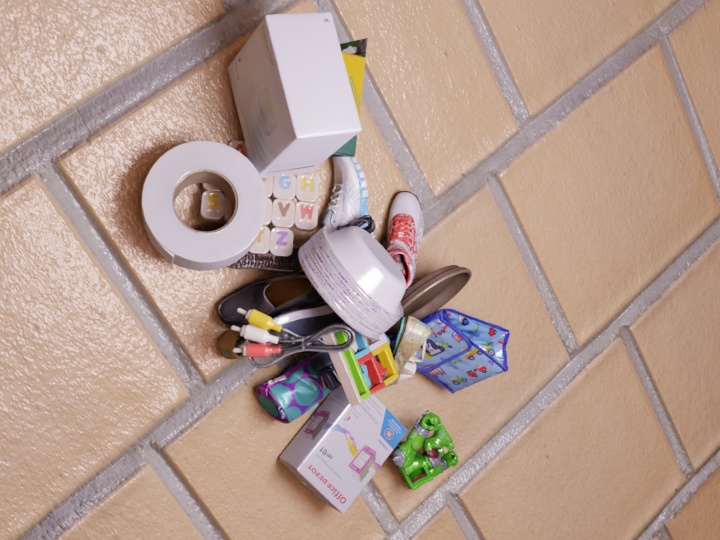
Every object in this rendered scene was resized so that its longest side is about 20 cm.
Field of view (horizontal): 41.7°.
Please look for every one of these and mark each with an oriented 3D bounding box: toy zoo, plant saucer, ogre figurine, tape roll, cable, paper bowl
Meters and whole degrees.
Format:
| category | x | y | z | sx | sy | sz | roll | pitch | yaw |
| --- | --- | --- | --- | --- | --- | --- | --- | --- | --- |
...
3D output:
| category | x | y | z | sx | sy | sz | roll | pitch | yaw |
| --- | --- | --- | --- | --- | --- | --- | --- | --- | --- |
| toy zoo | 0.008 | 0.143 | 1.620 | 0.200 | 0.020 | 0.132 | -19 | 87 | -63 |
| plant saucer | 0.119 | 0.052 | 1.759 | 0.199 | 0.200 | 0.030 | -27 | 71 | -25 |
| ogre figurine | 0.122 | 0.355 | 1.823 | 0.120 | 0.200 | 0.098 | -38 | 71 | -10 |
| tape roll | -0.253 | -0.103 | 1.525 | 0.200 | 0.071 | 0.204 | 3 | 78 | -13 |
| cable | -0.110 | 0.119 | 1.515 | 0.198 | 0.050 | 0.098 | 8 | 97 | 10 |
| paper bowl | -0.002 | 0.008 | 1.571 | 0.104 | 0.201 | 0.201 | -40 | 118 | 12 |

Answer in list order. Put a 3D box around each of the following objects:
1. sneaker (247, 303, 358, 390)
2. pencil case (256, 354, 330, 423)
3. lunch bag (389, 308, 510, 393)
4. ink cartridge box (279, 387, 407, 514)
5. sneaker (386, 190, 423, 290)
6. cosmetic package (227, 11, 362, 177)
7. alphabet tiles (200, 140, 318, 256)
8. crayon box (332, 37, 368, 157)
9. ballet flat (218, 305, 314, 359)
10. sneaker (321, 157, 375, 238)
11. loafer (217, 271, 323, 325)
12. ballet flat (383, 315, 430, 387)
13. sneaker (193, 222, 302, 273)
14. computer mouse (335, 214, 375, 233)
| category | x | y | z | sx | sy | sz | roll | pitch | yaw |
| --- | --- | --- | --- | --- | --- | --- | --- | --- | --- |
| sneaker | -0.090 | 0.139 | 1.605 | 0.201 | 0.077 | 0.147 | -12 | 83 | -32 |
| pencil case | -0.087 | 0.186 | 1.694 | 0.200 | 0.085 | 0.093 | -38 | 128 | -22 |
| lunch bag | 0.160 | 0.135 | 1.783 | 0.199 | 0.150 | 0.095 | 30 | 50 | -28 |
| ink cartridge box | -0.031 | 0.322 | 1.744 | 0.200 | 0.084 | 0.145 | -49 | 117 | -15 |
| sneaker | 0.078 | -0.050 | 1.736 | 0.067 | 0.108 | 0.203 | 7 | 89 | 5 |
| cosmetic package | -0.112 | -0.279 | 1.525 | 0.122 | 0.200 | 0.201 | -11 | 81 | -29 |
| alphabet tiles | -0.169 | -0.123 | 1.596 | 0.198 | 0.015 | 0.197 | 6 | 73 | -12 |
| crayon box | -0.048 | -0.299 | 1.633 | 0.051 | 0.125 | 0.202 | 5 | 93 | -30 |
| ballet flat | -0.153 | 0.105 | 1.658 | 0.199 | 0.063 | 0.069 | -29 | 108 | -24 |
| sneaker | -0.032 | -0.114 | 1.699 | 0.086 | 0.075 | 0.202 | -17 | 104 | -22 |
| loafer | -0.155 | 0.041 | 1.599 | 0.198 | 0.072 | 0.073 | -20 | 76 | 7 |
| ballet flat | 0.080 | 0.162 | 1.739 | 0.070 | 0.071 | 0.201 | -11 | 143 | -29 |
| sneaker | -0.192 | -0.034 | 1.622 | 0.198 | 0.076 | 0.071 | 16 | 93 | -9 |
| computer mouse | 0.000 | 0.000 | 1.708 | 0.109 | 0.044 | 0.201 | -24 | 127 | -3 |
